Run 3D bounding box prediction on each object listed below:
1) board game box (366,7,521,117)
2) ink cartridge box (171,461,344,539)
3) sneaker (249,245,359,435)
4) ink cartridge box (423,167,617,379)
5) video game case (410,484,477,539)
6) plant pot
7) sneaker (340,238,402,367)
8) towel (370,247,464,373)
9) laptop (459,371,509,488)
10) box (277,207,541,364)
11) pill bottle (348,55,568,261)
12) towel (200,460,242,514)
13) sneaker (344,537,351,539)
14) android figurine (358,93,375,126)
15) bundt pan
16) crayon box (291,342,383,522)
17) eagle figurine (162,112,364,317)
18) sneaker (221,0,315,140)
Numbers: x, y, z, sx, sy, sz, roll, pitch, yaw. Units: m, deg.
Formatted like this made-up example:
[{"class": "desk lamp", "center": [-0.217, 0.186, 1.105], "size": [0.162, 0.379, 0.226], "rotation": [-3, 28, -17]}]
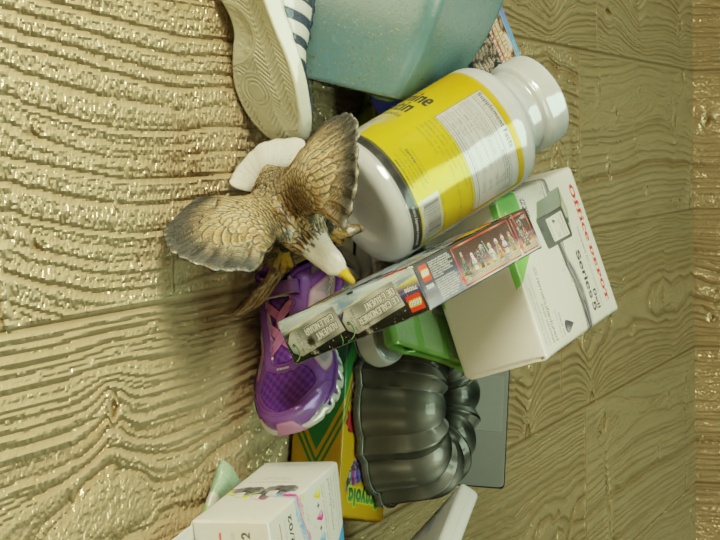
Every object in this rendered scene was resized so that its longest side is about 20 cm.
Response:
[{"class": "board game box", "center": [0.069, -0.221, 1.914], "size": [0.160, 0.096, 0.200], "rotation": [68, 23, -6]}, {"class": "ink cartridge box", "center": [-0.075, 0.232, 1.559], "size": [0.200, 0.067, 0.116], "rotation": [-32, 118, -67]}, {"class": "sneaker", "center": [-0.058, 0.041, 1.666], "size": [0.089, 0.080, 0.201], "rotation": [57, 32, -46]}, {"class": "ink cartridge box", "center": [0.144, -0.002, 1.800], "size": [0.200, 0.084, 0.146], "rotation": [-26, 98, -62]}, {"class": "video game case", "center": [0.028, 0.309, 1.816], "size": [0.182, 0.024, 0.200], "rotation": [-53, -175, 36]}, {"class": "plant pot", "center": [0.016, -0.249, 1.713], "size": [0.196, 0.195, 0.201], "rotation": [-6, 110, -70]}, {"class": "sneaker", "center": [0.000, 0.000, 1.779], "size": [0.073, 0.071, 0.201], "rotation": [32, 45, -43]}, {"class": "towel", "center": [0.046, -0.013, 1.770], "size": [0.149, 0.031, 0.201], "rotation": [18, 56, -50]}, {"class": "laptop", "center": [0.069, 0.112, 1.967], "size": [0.116, 0.199, 0.188], "rotation": [155, -60, -73]}, {"class": "box", "center": [0.042, 0.011, 1.596], "size": [0.200, 0.137, 0.040], "rotation": [-26, 92, -56]}, {"class": "pill bottle", "center": [0.074, -0.099, 1.668], "size": [0.200, 0.112, 0.112], "rotation": [-32, 128, -25]}, {"class": "towel", "center": [-0.110, 0.277, 1.587], "size": [0.153, 0.023, 0.201], "rotation": [69, 28, -44]}, {"class": "sneaker", "center": [-0.038, 0.312, 1.711], "size": [0.200, 0.070, 0.076], "rotation": [-57, 166, -59]}, {"class": "android figurine", "center": [0.025, -0.083, 1.944], "size": [0.201, 0.041, 0.183], "rotation": [-71, 154, -46]}, {"class": "bundt pan", "center": [0.060, 0.118, 1.841], "size": [0.202, 0.075, 0.203], "rotation": [-1, 90, -71]}, {"class": "crayon box", "center": [-0.018, 0.155, 1.807], "size": [0.127, 0.051, 0.201], "rotation": [24, 68, -69]}, {"class": "eagle figurine", "center": [-0.057, -0.045, 1.544], "size": [0.200, 0.150, 0.153], "rotation": [51, 53, -71]}, {"class": "sneaker", "center": [-0.061, -0.200, 1.621], "size": [0.084, 0.075, 0.201], "rotation": [-41, 132, -40]}]
